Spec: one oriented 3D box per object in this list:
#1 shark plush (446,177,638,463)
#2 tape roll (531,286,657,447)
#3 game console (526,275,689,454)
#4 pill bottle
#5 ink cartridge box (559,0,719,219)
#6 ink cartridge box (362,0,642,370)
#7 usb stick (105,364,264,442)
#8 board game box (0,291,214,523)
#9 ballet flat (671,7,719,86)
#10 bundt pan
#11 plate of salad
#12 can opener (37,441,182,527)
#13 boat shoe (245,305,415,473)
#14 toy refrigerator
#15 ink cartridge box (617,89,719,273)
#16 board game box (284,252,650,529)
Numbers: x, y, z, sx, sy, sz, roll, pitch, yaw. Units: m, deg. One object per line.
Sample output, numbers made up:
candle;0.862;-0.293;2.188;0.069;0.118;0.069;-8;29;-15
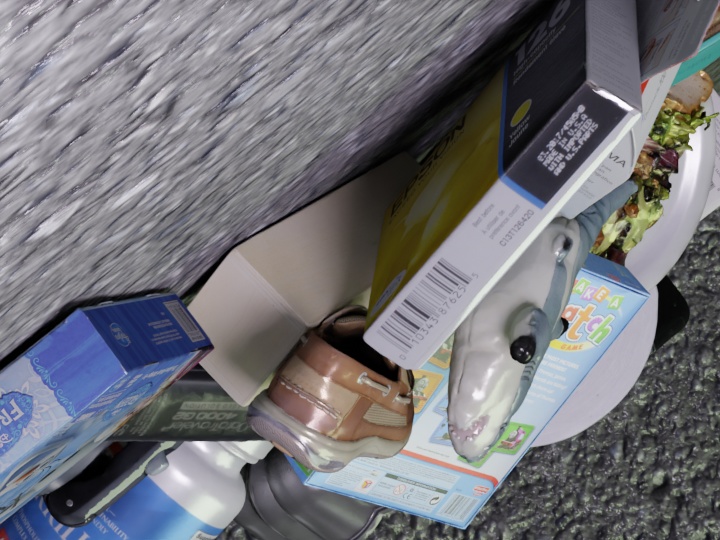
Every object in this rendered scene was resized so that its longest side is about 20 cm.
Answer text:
shark plush;0.096;0.014;1.443;0.091;0.083;0.200;1;-135;29
tape roll;0.110;0.027;1.769;0.200;0.200;0.066;-38;177;-2
game console;0.115;0.017;1.866;0.176;0.200;0.116;-36;176;-38
pill bottle;-0.146;0.146;1.599;0.200;0.112;0.112;-47;175;6
ink cartridge box;0.174;-0.131;1.369;0.200;0.047;0.160;-34;-155;60
ink cartridge box;0.079;-0.070;1.362;0.198;0.047;0.200;-51;-163;27
usb stick;-0.091;0.077;1.463;0.200;0.033;0.056;4;127;-52
board game box;-0.179;0.090;1.245;0.199;0.043;0.200;-38;176;8
ballet flat;0.138;-0.117;1.503;0.200;0.072;0.068;-37;165;-16
bundt pan;-0.039;0.092;1.686;0.202;0.076;0.202;-30;-135;35
plate of salad;0.161;-0.065;1.574;0.200;0.200;0.048;-36;-148;-26
can opener;-0.119;0.081;1.510;0.200;0.063;0.079;-38;175;-3
boat shoe;0.000;0.060;1.376;0.072;0.076;0.200;-61;173;11
toy refrigerator;-0.021;0.000;1.458;0.076;0.070;0.200;-50;170;35
ink cartridge box;0.156;-0.067;1.692;0.200;0.145;0.084;-36;177;-31
board game box;0.067;0.064;1.534;0.151;0.037;0.200;21;114;-43
